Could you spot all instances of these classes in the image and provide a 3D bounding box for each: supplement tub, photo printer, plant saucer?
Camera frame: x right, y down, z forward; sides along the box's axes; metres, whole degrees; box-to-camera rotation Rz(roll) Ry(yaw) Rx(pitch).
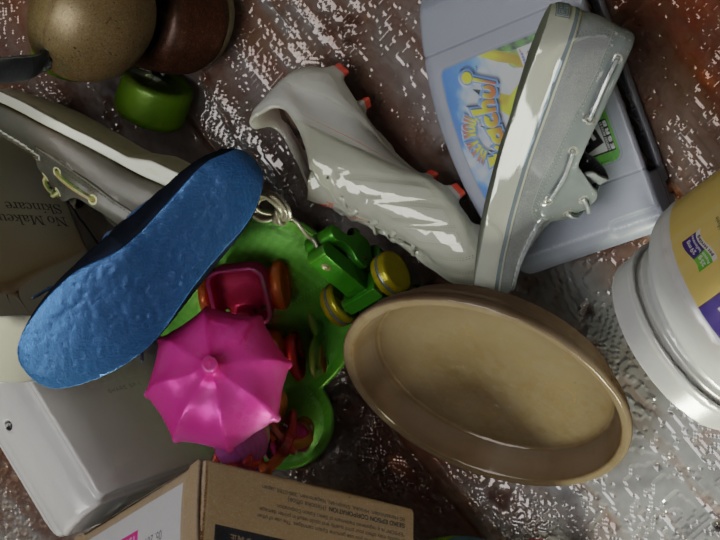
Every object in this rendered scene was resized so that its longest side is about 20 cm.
[{"bbox_3d":[0.262,-0.008,1.258,0.200,0.145,0.146,-39,82,31],"label":"supplement tub"},{"bbox_3d":[-0.203,0.082,1.536,0.069,0.166,0.201,-43,73,31],"label":"photo printer"},{"bbox_3d":[0.085,0.073,1.396,0.199,0.030,0.201,16,145,12],"label":"plant saucer"}]

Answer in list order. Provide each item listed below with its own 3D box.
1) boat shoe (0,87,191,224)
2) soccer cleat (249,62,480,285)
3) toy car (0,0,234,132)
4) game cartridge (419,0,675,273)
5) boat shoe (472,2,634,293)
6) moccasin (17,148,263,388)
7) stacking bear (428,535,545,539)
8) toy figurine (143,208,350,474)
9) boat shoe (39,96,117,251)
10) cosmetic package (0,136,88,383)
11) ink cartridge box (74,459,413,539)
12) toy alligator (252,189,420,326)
[{"bbox_3d":[-0.183,-0.068,1.453,0.201,0.072,0.061,26,101,16],"label":"boat shoe"},{"bbox_3d":[0.007,-0.053,1.429,0.200,0.077,0.069,48,156,16],"label":"soccer cleat"},{"bbox_3d":[-0.193,-0.184,1.448,0.157,0.200,0.165,30,115,20],"label":"toy car"},{"bbox_3d":[0.116,-0.104,1.386,0.133,0.040,0.201,-20,92,36],"label":"game cartridge"},{"bbox_3d":[0.121,-0.065,1.330,0.071,0.070,0.202,16,113,0],"label":"boat shoe"},{"bbox_3d":[-0.136,0.002,1.379,0.200,0.068,0.081,-39,102,3],"label":"moccasin"},{"bbox_3d":[0.050,0.240,1.470,0.199,0.122,0.114,-7,129,44],"label":"stacking bear"},{"bbox_3d":[-0.083,0.081,1.441,0.149,0.184,0.201,-6,109,11],"label":"toy figurine"},{"bbox_3d":[-0.182,-0.049,1.555,0.066,0.072,0.201,-33,80,19],"label":"boat shoe"},{"bbox_3d":[-0.256,-0.022,1.468,0.073,0.103,0.201,-54,51,35],"label":"cosmetic package"},{"bbox_3d":[-0.083,0.203,1.434,0.200,0.164,0.076,-34,48,52],"label":"ink cartridge box"},{"bbox_3d":[0.000,0.000,1.438,0.059,0.054,0.200,-30,118,31],"label":"toy alligator"}]
